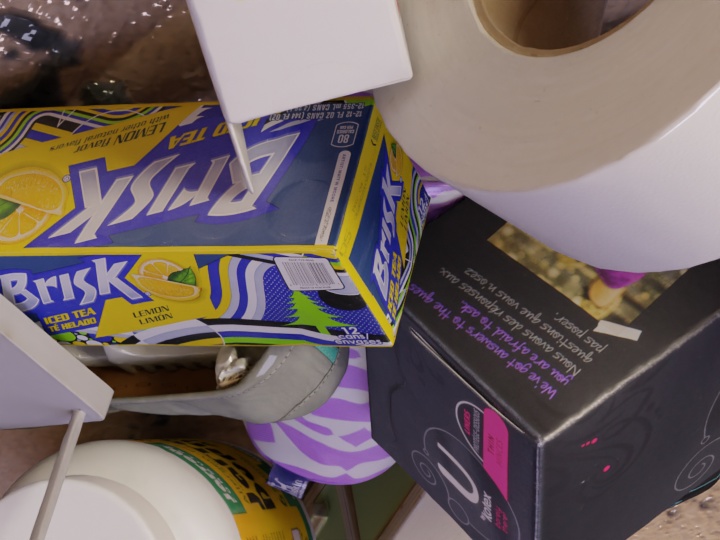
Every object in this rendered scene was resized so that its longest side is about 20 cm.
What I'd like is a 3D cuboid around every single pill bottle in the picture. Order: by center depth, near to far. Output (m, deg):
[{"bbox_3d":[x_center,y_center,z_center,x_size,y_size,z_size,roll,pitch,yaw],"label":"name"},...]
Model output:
[{"bbox_3d":[-0.092,0.125,1.079,0.113,0.113,0.200,-22,172,11],"label":"pill bottle"}]

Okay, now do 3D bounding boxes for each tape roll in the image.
[{"bbox_3d":[0.097,-0.104,0.859,0.202,0.203,0.071,-38,134,26],"label":"tape roll"}]

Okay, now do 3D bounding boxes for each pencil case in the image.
[{"bbox_3d":[0.000,0.000,1.052,0.085,0.084,0.200,28,136,10],"label":"pencil case"}]

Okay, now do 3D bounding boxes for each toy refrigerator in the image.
[{"bbox_3d":[0.028,0.101,1.176,0.070,0.076,0.200,8,136,-24],"label":"toy refrigerator"}]

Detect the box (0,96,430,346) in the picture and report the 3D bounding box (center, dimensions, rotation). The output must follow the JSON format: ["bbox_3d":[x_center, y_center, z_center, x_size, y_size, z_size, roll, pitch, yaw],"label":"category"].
[{"bbox_3d":[-0.081,-0.016,0.955,0.200,0.070,0.064,0,147,23],"label":"box"}]

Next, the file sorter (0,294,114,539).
[{"bbox_3d":[-0.223,0.070,0.968,0.200,0.125,0.139,-7,145,34],"label":"file sorter"}]

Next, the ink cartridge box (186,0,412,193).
[{"bbox_3d":[-0.033,-0.133,0.854,0.068,0.115,0.200,-14,141,1],"label":"ink cartridge box"}]

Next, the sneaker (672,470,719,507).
[{"bbox_3d":[0.144,0.058,1.175,0.079,0.075,0.200,11,144,-42],"label":"sneaker"}]

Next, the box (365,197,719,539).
[{"bbox_3d":[0.109,0.013,1.005,0.200,0.106,0.122,-34,149,-19],"label":"box"}]

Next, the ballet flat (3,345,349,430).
[{"bbox_3d":[-0.101,0.024,1.020,0.200,0.067,0.064,-1,155,26],"label":"ballet flat"}]
